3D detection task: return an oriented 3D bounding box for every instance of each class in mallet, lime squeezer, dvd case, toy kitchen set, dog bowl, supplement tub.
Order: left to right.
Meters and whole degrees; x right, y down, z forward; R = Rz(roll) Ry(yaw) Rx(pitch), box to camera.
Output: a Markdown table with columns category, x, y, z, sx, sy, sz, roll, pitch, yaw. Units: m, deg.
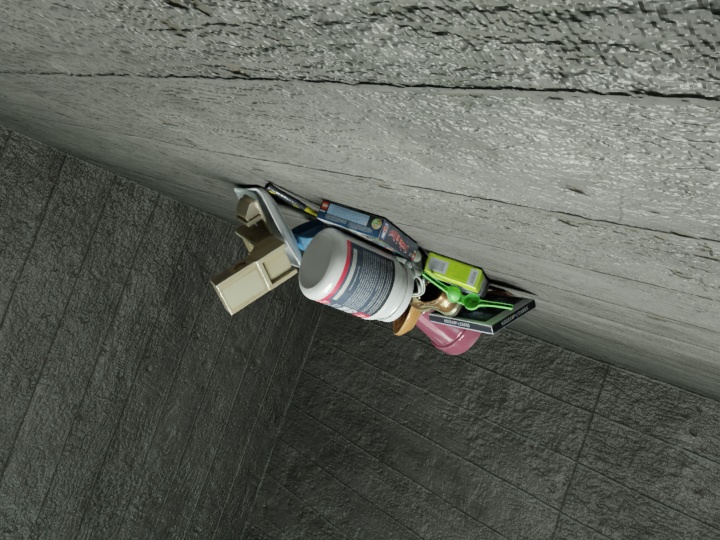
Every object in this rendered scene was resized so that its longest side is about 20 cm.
| category | x | y | z | sx | sy | sz | roll | pitch | yaw |
| --- | --- | --- | --- | --- | --- | --- | --- | --- | --- |
| toy kitchen set | -0.279 | -0.048 | 1.301 | 0.199 | 0.179 | 0.165 | 29 | 146 | 52 |
| mallet | -0.101 | -0.122 | 1.169 | 0.199 | 0.042 | 0.065 | 28 | 174 | -41 |
| dog bowl | -0.101 | -0.077 | 1.358 | 0.111 | 0.050 | 0.199 | -28 | -160 | -23 |
| supplement tub | -0.008 | 0.013 | 1.139 | 0.198 | 0.142 | 0.140 | 23 | 176 | -32 |
| lime squeezer | 0.216 | 0.055 | 1.230 | 0.197 | 0.038 | 0.071 | 22 | 176 | 3 |
| dvd case | 0.273 | 0.091 | 1.328 | 0.149 | 0.025 | 0.199 | -25 | -162 | -32 |

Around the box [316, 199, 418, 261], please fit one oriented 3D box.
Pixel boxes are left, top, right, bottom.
| category | x | y | z | sx | sy | sz | roll | pitch | yaw |
| --- | --- | --- | --- | --- | --- | --- | --- | --- | --- |
| box | 0.019 | -0.074 | 1.134 | 0.135 | 0.038 | 0.200 | 20 | 177 | 25 |

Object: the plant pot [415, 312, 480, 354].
| category | x | y | z | sx | sy | sz | roll | pitch | yaw |
| --- | --- | --- | --- | --- | --- | --- | --- | --- | --- |
| plant pot | 0.235 | 0.117 | 1.681 | 0.178 | 0.202 | 0.199 | 28 | 174 | -25 |

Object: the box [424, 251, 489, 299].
| category | x | y | z | sx | sy | sz | roll | pitch | yaw |
| --- | --- | --- | --- | --- | --- | --- | --- | --- | --- |
| box | 0.220 | 0.015 | 1.306 | 0.120 | 0.048 | 0.200 | 20 | 176 | 20 |

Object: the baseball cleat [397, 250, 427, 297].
| category | x | y | z | sx | sy | sz | roll | pitch | yaw |
| --- | --- | --- | --- | --- | --- | --- | --- | --- | --- |
| baseball cleat | 0.114 | 0.008 | 1.297 | 0.069 | 0.108 | 0.200 | -9 | 171 | 13 |

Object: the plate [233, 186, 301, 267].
| category | x | y | z | sx | sy | sz | roll | pitch | yaw |
| --- | --- | --- | --- | --- | --- | --- | --- | --- | --- |
| plate | -0.209 | -0.109 | 1.352 | 0.199 | 0.032 | 0.202 | 17 | 137 | 61 |

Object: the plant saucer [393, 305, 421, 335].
| category | x | y | z | sx | sy | sz | roll | pitch | yaw |
| --- | --- | --- | --- | --- | --- | --- | --- | --- | --- |
| plant saucer | 0.140 | 0.083 | 1.584 | 0.037 | 0.203 | 0.200 | 19 | 178 | -6 |

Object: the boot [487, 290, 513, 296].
| category | x | y | z | sx | sy | sz | roll | pitch | yaw |
| --- | --- | --- | --- | --- | --- | --- | --- | --- | --- |
| boot | 0.329 | 0.079 | 1.521 | 0.153 | 0.075 | 0.199 | -11 | -174 | 34 |

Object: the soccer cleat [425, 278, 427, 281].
| category | x | y | z | sx | sy | sz | roll | pitch | yaw |
| --- | --- | --- | --- | --- | --- | --- | --- | --- | --- |
| soccer cleat | 0.210 | 0.048 | 1.510 | 0.064 | 0.085 | 0.200 | -16 | 163 | 18 |

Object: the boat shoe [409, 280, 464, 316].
| category | x | y | z | sx | sy | sz | roll | pitch | yaw |
| --- | --- | --- | --- | --- | --- | --- | --- | --- | --- |
| boat shoe | 0.157 | 0.051 | 1.344 | 0.073 | 0.076 | 0.199 | 31 | 167 | -26 |
